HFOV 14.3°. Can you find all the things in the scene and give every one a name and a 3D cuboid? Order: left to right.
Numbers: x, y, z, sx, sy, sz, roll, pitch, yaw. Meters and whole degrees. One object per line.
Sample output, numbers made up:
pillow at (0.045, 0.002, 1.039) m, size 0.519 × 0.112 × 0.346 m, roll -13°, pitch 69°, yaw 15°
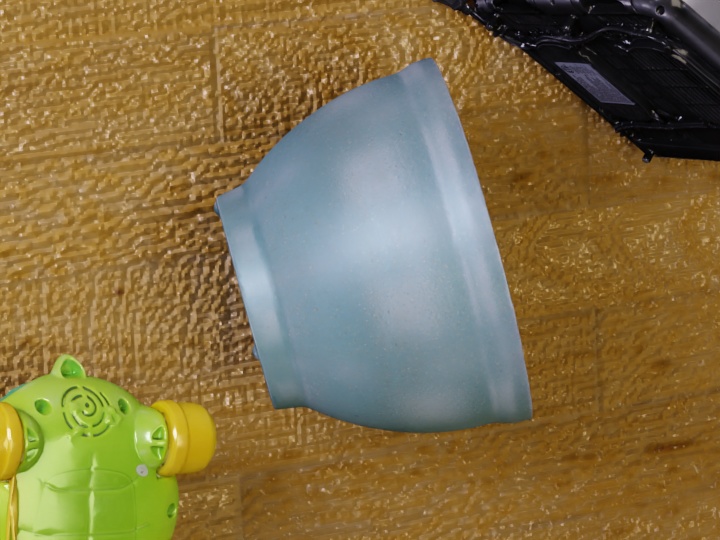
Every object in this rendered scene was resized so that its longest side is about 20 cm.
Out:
turtle toy at (-0.161, 0.142, 1.479) m, size 0.146 × 0.101 × 0.200 m, roll 2°, pitch 95°, yaw -32°
plant pot at (0.000, 0.000, 1.529) m, size 0.134 × 0.200 × 0.201 m, roll -15°, pitch 105°, yaw -2°
toaster at (0.176, -0.151, 1.617) m, size 0.200 × 0.181 × 0.119 m, roll 36°, pitch 74°, yaw -31°
